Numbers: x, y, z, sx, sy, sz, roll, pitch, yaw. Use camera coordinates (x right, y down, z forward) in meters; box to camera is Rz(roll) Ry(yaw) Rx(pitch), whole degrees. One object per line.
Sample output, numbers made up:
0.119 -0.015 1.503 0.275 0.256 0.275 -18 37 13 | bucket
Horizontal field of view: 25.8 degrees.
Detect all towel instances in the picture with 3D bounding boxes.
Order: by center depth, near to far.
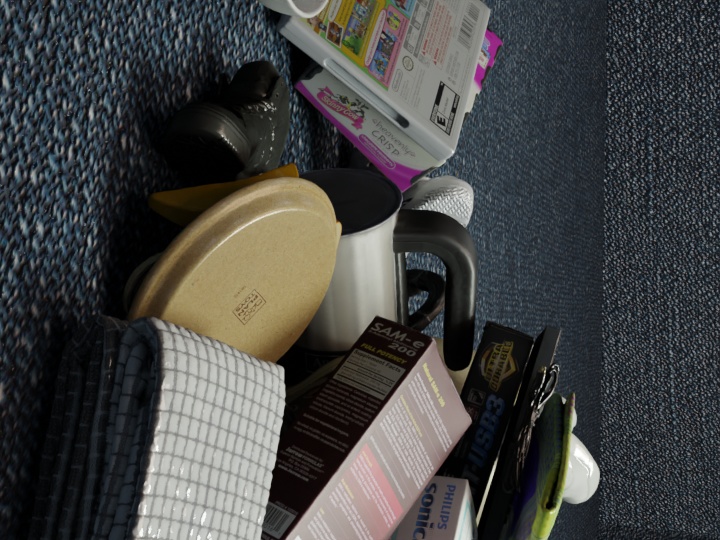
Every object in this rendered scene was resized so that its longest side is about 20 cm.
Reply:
-0.125 0.138 0.960 0.165 0.085 0.202 31 65 -62 | towel
0.124 0.207 1.274 0.144 0.023 0.201 -74 -175 -49 | towel

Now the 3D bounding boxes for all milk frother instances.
0.000 0.000 1.332 0.200 0.179 0.189 -117 -159 -57 | milk frother

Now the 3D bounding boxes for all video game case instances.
0.025 -0.213 1.330 0.182 0.022 0.201 37 44 -21 | video game case

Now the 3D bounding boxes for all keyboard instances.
0.128 0.140 1.263 0.127 0.020 0.201 98 10 -78 | keyboard

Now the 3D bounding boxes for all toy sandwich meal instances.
-0.093 0.004 1.072 0.205 0.070 0.206 -34 147 -26 | toy sandwich meal

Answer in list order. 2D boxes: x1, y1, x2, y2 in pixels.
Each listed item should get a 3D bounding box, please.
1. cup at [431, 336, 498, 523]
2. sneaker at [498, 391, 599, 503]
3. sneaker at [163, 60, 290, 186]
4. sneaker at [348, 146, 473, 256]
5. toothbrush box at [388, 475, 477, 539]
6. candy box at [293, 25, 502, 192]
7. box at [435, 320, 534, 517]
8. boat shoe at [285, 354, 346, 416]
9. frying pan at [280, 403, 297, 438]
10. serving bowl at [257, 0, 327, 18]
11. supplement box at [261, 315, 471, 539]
0.059 0.142 1.535 0.143 0.199 0.201 50 44 -41 | cup
0.162 0.179 1.448 0.089 0.075 0.200 -52 147 -15 | sneaker
-0.088 -0.108 1.115 0.200 0.060 0.105 64 35 -71 | sneaker
0.038 -0.078 1.440 0.200 0.075 0.116 149 -54 -59 | sneaker
-0.021 0.231 1.201 0.086 0.199 0.147 77 24 -49 | toothbrush box
0.038 -0.183 1.386 0.136 0.061 0.200 44 41 -14 | candy box
0.098 0.146 1.361 0.199 0.049 0.201 30 78 -86 | box
-0.024 0.117 1.204 0.199 0.072 0.073 -11 117 -35 | boat shoe
-0.099 0.174 1.112 0.114 0.031 0.191 4 105 -39 | frying pan
-0.063 -0.284 1.124 0.200 0.065 0.202 6 90 -75 | serving bowl
-0.009 0.144 1.127 0.200 0.061 0.109 -51 140 -23 | supplement box
